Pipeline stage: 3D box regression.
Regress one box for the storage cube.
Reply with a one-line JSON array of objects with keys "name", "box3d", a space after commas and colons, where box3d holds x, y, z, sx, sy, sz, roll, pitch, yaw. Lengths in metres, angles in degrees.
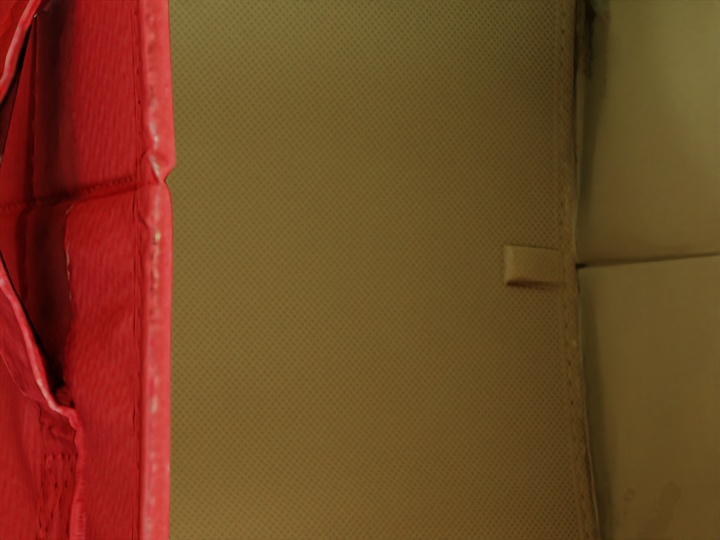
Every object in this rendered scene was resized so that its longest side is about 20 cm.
[{"name": "storage cube", "box3d": [0.009, -0.007, 0.489, 0.200, 0.171, 0.180, 1, 177, -26]}]
